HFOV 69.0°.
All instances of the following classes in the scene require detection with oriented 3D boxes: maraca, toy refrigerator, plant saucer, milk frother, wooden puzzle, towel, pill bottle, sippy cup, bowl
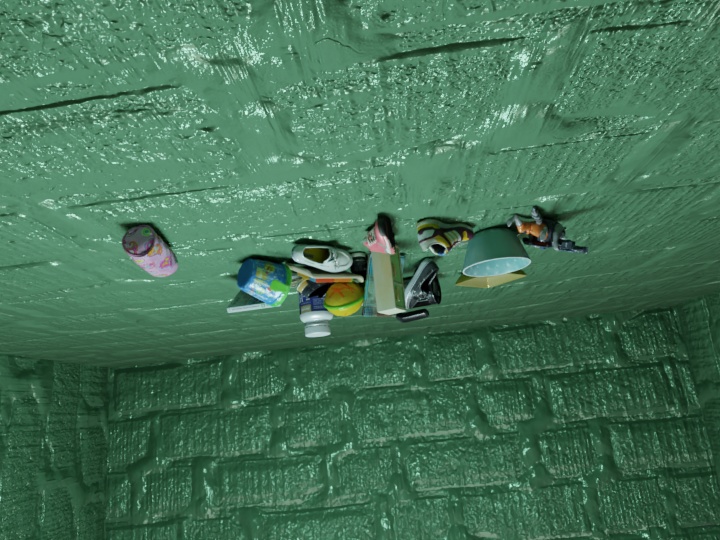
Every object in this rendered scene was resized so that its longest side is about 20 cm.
[{"bbox_3d":[-0.042,0.078,1.671,0.135,0.109,0.200,-1,-159,22],"label":"maraca"},{"bbox_3d":[0.085,0.021,1.545,0.069,0.204,0.076,-13,163,28],"label":"toy refrigerator"},{"bbox_3d":[0.488,0.015,1.976,0.197,0.049,0.199,6,161,-35],"label":"plant saucer"},{"bbox_3d":[0.180,0.070,1.949,0.185,0.182,0.202,-13,121,25],"label":"milk frother"},{"bbox_3d":[-0.115,0.012,1.626,0.197,0.038,0.184,6,-174,-32],"label":"wooden puzzle"},{"bbox_3d":[0.074,0.045,1.649,0.145,0.204,0.022,4,-176,-37],"label":"towel"},{"bbox_3d":[-0.156,0.125,1.835,0.117,0.204,0.120,-5,165,-1],"label":"pill bottle"},{"bbox_3d":[-0.297,0.027,1.584,0.129,0.142,0.177,22,141,-40],"label":"sippy cup"},{"bbox_3d":[0.395,-0.058,1.555,0.197,0.107,0.201,-6,165,-2],"label":"bowl"}]

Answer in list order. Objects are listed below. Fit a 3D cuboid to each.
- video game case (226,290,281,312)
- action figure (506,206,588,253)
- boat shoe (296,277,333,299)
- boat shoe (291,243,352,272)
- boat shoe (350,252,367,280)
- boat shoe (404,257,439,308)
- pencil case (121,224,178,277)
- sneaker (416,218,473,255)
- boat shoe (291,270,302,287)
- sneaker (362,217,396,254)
[{"bbox_3d":[-0.329,0.080,1.746,0.178,0.022,0.200,-8,-160,9],"label":"video game case"},{"bbox_3d":[0.521,-0.109,1.433,0.198,0.107,0.192,15,-172,43],"label":"action figure"},{"bbox_3d":[-0.125,0.057,1.700,0.199,0.062,0.075,-2,135,-56],"label":"boat shoe"},{"bbox_3d":[-0.092,-0.040,1.490,0.199,0.076,0.085,14,174,-36],"label":"boat shoe"},{"bbox_3d":[0.002,0.000,1.694,0.073,0.067,0.200,-6,165,1],"label":"boat shoe"},{"bbox_3d":[0.208,0.057,1.776,0.069,0.066,0.202,3,121,-47],"label":"boat shoe"},{"bbox_3d":[-0.520,-0.045,1.305,0.086,0.089,0.200,-4,166,-4],"label":"pencil case"},{"bbox_3d":[0.234,-0.081,1.435,0.197,0.092,0.075,4,162,-32],"label":"sneaker"},{"bbox_3d":[-0.186,0.033,1.744,0.197,0.070,0.075,1,164,-24],"label":"boat shoe"},{"bbox_3d":[0.046,-0.081,1.399,0.085,0.075,0.200,-6,165,8],"label":"sneaker"}]
